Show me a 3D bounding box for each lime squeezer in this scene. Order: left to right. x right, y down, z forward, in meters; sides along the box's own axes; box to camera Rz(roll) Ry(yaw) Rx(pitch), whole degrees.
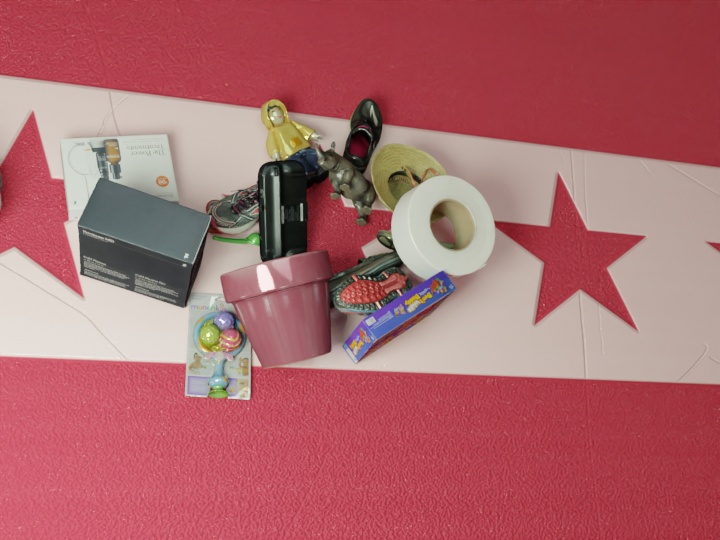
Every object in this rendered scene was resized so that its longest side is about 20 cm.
[{"bbox_3d":[-0.187,-0.074,1.578,0.200,0.071,0.038,-27,58,-24],"label":"lime squeezer"}]

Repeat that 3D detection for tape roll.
[{"bbox_3d":[0.163,-0.080,1.611,0.202,0.071,0.203,7,74,-26],"label":"tape roll"}]

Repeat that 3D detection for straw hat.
[{"bbox_3d":[0.088,-0.160,1.704,0.201,0.085,0.202,14,60,-26],"label":"straw hat"}]

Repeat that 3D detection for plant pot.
[{"bbox_3d":[-0.133,0.072,1.463,0.199,0.200,0.180,-13,89,-23],"label":"plant pot"}]

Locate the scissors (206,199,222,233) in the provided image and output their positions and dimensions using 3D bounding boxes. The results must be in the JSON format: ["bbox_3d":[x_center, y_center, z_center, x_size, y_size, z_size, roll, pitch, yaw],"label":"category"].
[{"bbox_3d":[-0.210,-0.107,1.622,0.199,0.014,0.073,-2,63,-20],"label":"scissors"}]

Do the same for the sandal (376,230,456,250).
[{"bbox_3d":[0.122,-0.064,1.669,0.200,0.080,0.058,6,85,-25],"label":"sandal"}]

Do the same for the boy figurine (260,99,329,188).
[{"bbox_3d":[-0.138,-0.265,1.694,0.124,0.064,0.200,-25,78,-24],"label":"boy figurine"}]

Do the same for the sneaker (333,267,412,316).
[{"bbox_3d":[0.016,0.060,1.546,0.200,0.096,0.079,-11,58,-49],"label":"sneaker"}]

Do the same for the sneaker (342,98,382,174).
[{"bbox_3d":[0.010,-0.286,1.739,0.077,0.084,0.201,17,61,-10],"label":"sneaker"}]

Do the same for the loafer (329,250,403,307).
[{"bbox_3d":[0.000,0.000,1.607,0.200,0.072,0.063,-30,71,-26],"label":"loafer"}]

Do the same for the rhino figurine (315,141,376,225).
[{"bbox_3d":[-0.034,-0.184,1.643,0.200,0.060,0.088,46,38,-36],"label":"rhino figurine"}]

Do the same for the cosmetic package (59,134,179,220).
[{"bbox_3d":[-0.454,-0.178,1.553,0.199,0.052,0.151,-7,70,-21],"label":"cosmetic package"}]

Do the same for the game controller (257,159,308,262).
[{"bbox_3d":[-0.146,-0.108,1.566,0.104,0.042,0.201,-14,110,-45],"label":"game controller"}]

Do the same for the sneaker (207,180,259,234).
[{"bbox_3d":[-0.205,-0.138,1.588,0.200,0.075,0.081,-29,75,-29],"label":"sneaker"}]

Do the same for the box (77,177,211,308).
[{"bbox_3d":[-0.376,-0.043,1.434,0.199,0.182,0.104,19,60,-8],"label":"box"}]

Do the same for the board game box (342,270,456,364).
[{"bbox_3d":[0.072,0.088,1.547,0.200,0.135,0.045,-31,78,-28],"label":"board game box"}]

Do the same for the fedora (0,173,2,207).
[{"bbox_3d":[-0.703,-0.159,1.418,0.199,0.177,0.090,15,31,-2],"label":"fedora"}]

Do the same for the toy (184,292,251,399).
[{"bbox_3d":[-0.249,0.127,1.472,0.115,0.047,0.201,6,64,-17],"label":"toy"}]
